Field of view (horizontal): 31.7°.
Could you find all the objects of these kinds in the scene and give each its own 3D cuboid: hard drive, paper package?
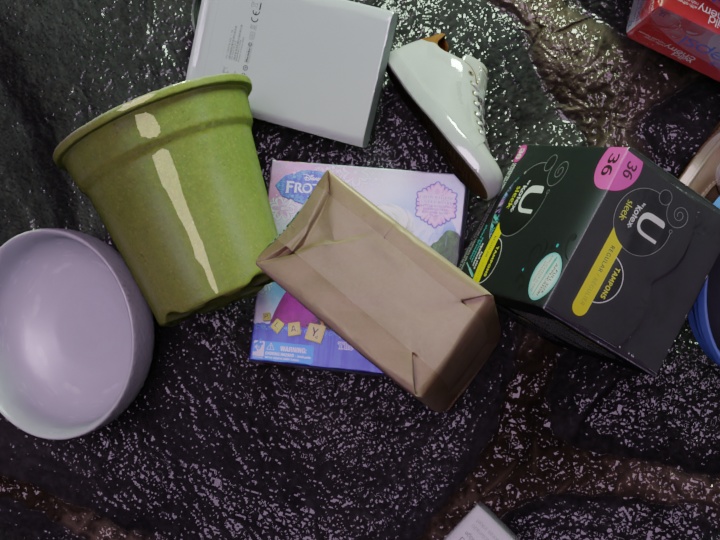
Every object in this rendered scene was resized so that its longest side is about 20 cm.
[{"bbox_3d":[-0.071,-0.211,1.255,0.198,0.027,0.134,17,100,16],"label":"hard drive"},{"bbox_3d":[0.022,0.026,1.110,0.190,0.200,0.104,37,87,12],"label":"paper package"}]

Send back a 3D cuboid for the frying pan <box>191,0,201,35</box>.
[{"bbox_3d":[-0.081,-0.257,1.295,0.187,0.031,0.117,9,86,8],"label":"frying pan"}]

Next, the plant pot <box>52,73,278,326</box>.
[{"bbox_3d":[-0.158,-0.056,1.178,0.198,0.200,0.186,-24,87,5],"label":"plant pot"}]

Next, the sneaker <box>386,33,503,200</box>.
[{"bbox_3d":[0.098,-0.158,1.212,0.084,0.073,0.201,-28,58,-3],"label":"sneaker"}]

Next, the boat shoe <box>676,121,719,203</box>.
[{"bbox_3d":[0.344,-0.096,1.186,0.065,0.072,0.201,37,82,8],"label":"boat shoe"}]

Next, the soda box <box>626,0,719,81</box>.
[{"bbox_3d":[0.342,-0.208,1.134,0.198,0.070,0.064,22,72,-11],"label":"soda box"}]

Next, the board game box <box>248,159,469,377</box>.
[{"bbox_3d":[0.000,0.000,1.239,0.197,0.041,0.202,4,82,9],"label":"board game box"}]

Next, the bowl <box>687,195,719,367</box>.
[{"bbox_3d":[0.373,0.005,1.129,0.198,0.039,0.204,-5,102,-24],"label":"bowl"}]

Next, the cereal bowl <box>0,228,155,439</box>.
[{"bbox_3d":[-0.281,0.058,1.240,0.198,0.083,0.203,2,95,24],"label":"cereal bowl"}]

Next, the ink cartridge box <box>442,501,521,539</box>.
[{"bbox_3d":[0.093,0.335,1.152,0.147,0.083,0.200,42,89,11],"label":"ink cartridge box"}]

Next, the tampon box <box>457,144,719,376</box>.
[{"bbox_3d":[0.197,-0.015,1.113,0.125,0.200,0.151,30,85,-18],"label":"tampon box"}]
